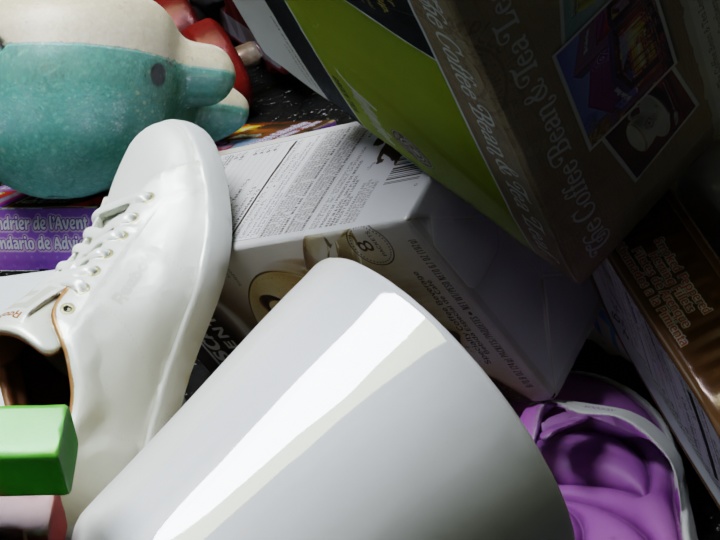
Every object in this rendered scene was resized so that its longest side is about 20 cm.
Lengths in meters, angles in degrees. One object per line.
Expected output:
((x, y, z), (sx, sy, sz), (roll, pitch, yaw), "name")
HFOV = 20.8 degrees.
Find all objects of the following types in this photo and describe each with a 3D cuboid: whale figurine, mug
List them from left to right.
((-0.137, -0.083, 1.050), (0.158, 0.105, 0.200), (-2, -9, 24), "whale figurine")
((-0.025, 0.109, 0.734), (0.153, 0.187, 0.149), (-38, 68, -19), "mug")

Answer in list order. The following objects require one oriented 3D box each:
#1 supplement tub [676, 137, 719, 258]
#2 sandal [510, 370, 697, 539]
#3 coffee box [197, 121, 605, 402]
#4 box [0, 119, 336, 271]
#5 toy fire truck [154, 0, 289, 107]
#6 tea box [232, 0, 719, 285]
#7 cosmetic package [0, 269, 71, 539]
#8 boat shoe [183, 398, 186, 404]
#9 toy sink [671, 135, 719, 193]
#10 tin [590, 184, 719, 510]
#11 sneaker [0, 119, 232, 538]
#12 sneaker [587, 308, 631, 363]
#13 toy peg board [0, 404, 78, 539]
((0.242, -0.017, 0.778), (0.199, 0.145, 0.145), (-23, 28, -5), "supplement tub")
((0.095, 0.084, 0.798), (0.082, 0.050, 0.203), (-21, 28, -1), "sandal")
((0.000, 0.000, 0.889), (0.199, 0.113, 0.080), (-9, 40, 48), "coffee box")
((-0.119, -0.044, 1.114), (0.136, 0.039, 0.200), (0, 16, 33), "box")
((-0.088, -0.208, 1.301), (0.111, 0.169, 0.200), (-26, 29, -11), "toy fire truck")
((0.035, -0.134, 0.717), (0.134, 0.200, 0.196), (-45, 57, -8), "tea box")
((-0.199, 0.103, 0.879), (0.150, 0.052, 0.202), (-8, 57, 26), "cosmetic package")
((-0.133, 0.054, 0.989), (0.057, 0.068, 0.200), (-64, 18, 10), "boat shoe")
((0.148, -0.080, 0.882), (0.198, 0.131, 0.112), (19, 30, 13), "toy sink")
((0.133, 0.037, 0.763), (0.042, 0.112, 0.201), (-29, 46, 3), "tin")
((-0.111, 0.011, 0.838), (0.072, 0.084, 0.202), (-21, 50, 43), "sneaker")
((0.109, 0.006, 0.925), (0.071, 0.073, 0.200), (-4, 31, -32), "sneaker")
((-0.143, 0.155, 0.656), (0.097, 0.200, 0.201), (0, 46, 5), "toy peg board")
